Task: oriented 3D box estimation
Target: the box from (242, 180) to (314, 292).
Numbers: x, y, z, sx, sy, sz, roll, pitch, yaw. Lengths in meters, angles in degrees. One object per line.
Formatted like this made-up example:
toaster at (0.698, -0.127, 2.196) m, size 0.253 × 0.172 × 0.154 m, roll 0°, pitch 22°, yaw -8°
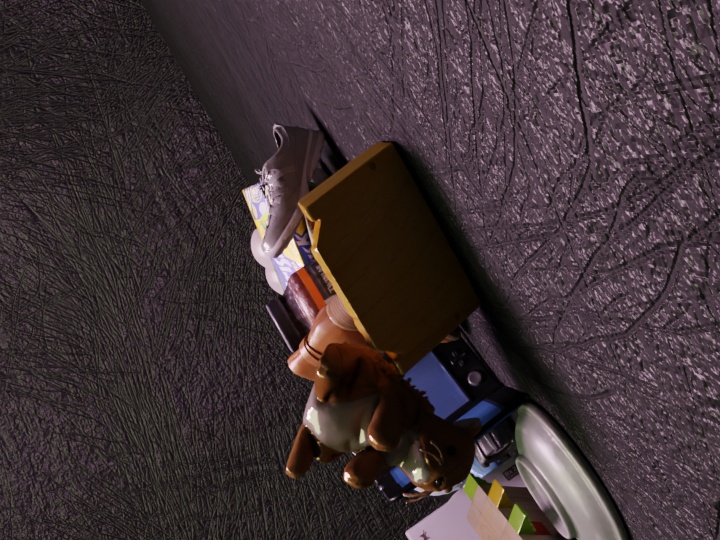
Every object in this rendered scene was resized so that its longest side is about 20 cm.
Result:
box at (-0.095, -0.040, 1.451) m, size 0.069 × 0.064 × 0.203 m, roll -16°, pitch 98°, yaw 45°

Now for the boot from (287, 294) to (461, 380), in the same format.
boot at (0.017, 0.085, 1.243) m, size 0.198 × 0.155 × 0.074 m, roll 20°, pitch -146°, yaw -36°

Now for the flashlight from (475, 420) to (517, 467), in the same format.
flashlight at (0.141, 0.169, 1.372) m, size 0.067 × 0.068 × 0.202 m, roll 6°, pitch -134°, yaw -49°

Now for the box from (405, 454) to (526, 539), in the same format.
box at (0.202, 0.406, 1.381) m, size 0.200 × 0.197 × 0.132 m, roll 51°, pitch 172°, yaw 45°

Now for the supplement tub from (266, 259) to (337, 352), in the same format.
supplement tub at (-0.021, 0.025, 1.292) m, size 0.108 × 0.198 × 0.107 m, roll 57°, pitch 173°, yaw 10°

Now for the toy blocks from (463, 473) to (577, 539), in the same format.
toy blocks at (0.225, 0.328, 1.215) m, size 0.200 × 0.135 × 0.101 m, roll 48°, pitch 124°, yaw 58°

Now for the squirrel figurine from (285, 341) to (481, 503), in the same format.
squirrel figurine at (0.036, 0.159, 1.075) m, size 0.184 × 0.144 × 0.200 m, roll 19°, pitch -164°, yaw 3°

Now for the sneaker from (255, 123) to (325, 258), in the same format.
sneaker at (-0.111, -0.111, 1.374) m, size 0.081 × 0.203 × 0.075 m, roll 17°, pitch 154°, yaw -8°

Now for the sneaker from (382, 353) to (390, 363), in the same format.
sneaker at (0.064, 0.128, 1.484) m, size 0.200 × 0.077 × 0.091 m, roll 48°, pitch -173°, yaw -19°

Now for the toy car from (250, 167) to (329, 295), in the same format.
toy car at (-0.069, -0.050, 1.583) m, size 0.148 × 0.176 × 0.201 m, roll 22°, pitch 157°, yaw 23°

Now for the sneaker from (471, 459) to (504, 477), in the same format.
sneaker at (0.147, 0.243, 1.539) m, size 0.201 × 0.078 × 0.090 m, roll 54°, pitch 179°, yaw 31°

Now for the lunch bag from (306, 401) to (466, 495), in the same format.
lunch bag at (0.053, 0.215, 1.386) m, size 0.199 × 0.128 × 0.170 m, roll 18°, pitch 157°, yaw 49°

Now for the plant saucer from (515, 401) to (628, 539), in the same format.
plant saucer at (0.226, 0.246, 1.136) m, size 0.202 × 0.050 × 0.200 m, roll 57°, pitch 173°, yaw 11°

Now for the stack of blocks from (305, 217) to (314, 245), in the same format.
stack of blocks at (0.000, 0.000, 1.389) m, size 0.059 × 0.113 × 0.203 m, roll 162°, pitch 94°, yaw -82°

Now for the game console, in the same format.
game console at (0.077, 0.167, 1.206) m, size 0.171 × 0.199 × 0.119 m, roll 51°, pitch 172°, yaw 27°

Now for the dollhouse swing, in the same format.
dollhouse swing at (0.008, -0.016, 1.109) m, size 0.202 × 0.181 × 0.175 m, roll 59°, pitch 153°, yaw -14°
